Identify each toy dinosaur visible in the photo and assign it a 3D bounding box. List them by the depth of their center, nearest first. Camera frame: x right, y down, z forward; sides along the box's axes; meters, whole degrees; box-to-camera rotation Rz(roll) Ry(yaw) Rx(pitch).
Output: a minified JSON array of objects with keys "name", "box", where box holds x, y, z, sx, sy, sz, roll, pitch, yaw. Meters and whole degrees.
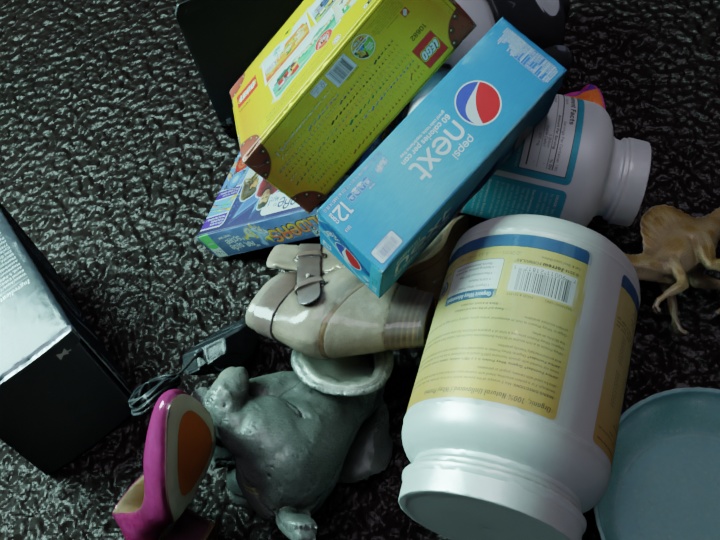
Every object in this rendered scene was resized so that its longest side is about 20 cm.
[{"name":"toy dinosaur","box":[0.275,-0.014,0.739,0.197,0.058,0.102,-24,74,-26]}]

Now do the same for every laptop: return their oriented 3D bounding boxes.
[{"name":"laptop","box":[-0.070,-0.214,0.864,0.174,0.200,0.105,-22,95,-3]}]

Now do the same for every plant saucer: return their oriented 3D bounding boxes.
[{"name":"plant saucer","box":[0.254,0.179,0.630,0.195,0.036,0.203,3,52,-3]}]

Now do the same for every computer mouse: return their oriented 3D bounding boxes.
[{"name":"computer mouse","box":[-0.129,0.082,0.731,0.058,0.200,0.035,-23,96,21]}]

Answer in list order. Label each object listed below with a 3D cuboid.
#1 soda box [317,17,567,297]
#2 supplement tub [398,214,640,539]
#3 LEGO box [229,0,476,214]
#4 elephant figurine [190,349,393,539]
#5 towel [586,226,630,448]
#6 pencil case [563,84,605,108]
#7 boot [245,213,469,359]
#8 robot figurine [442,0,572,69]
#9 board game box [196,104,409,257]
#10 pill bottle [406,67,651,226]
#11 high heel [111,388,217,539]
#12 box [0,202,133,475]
[{"name":"soda box","box":[0.058,-0.080,0.644,0.064,0.068,0.200,41,77,11]},{"name":"supplement tub","box":[0.110,0.081,0.625,0.142,0.146,0.203,10,61,18]},{"name":"LEGO box","box":[-0.016,-0.172,0.744,0.200,0.077,0.150,-46,30,17]},{"name":"elephant figurine","box":[-0.026,0.099,0.717,0.198,0.141,0.157,-30,84,-26]},{"name":"towel","box":[0.137,0.064,0.747,0.144,0.050,0.204,-9,56,14]},{"name":"pencil case","box":[0.132,-0.114,0.838,0.195,0.089,0.090,-10,56,5]},{"name":"boot","box":[0.000,0.000,0.722,0.143,0.072,0.201,7,29,17]},{"name":"robot figurine","box":[0.117,-0.227,0.869,0.198,0.149,0.127,-23,95,-38]},{"name":"board game box","box":[-0.055,-0.088,0.832,0.197,0.034,0.137,-9,49,42]},{"name":"pill bottle","box":[0.132,-0.093,0.742,0.196,0.112,0.113,14,60,4]},{"name":"high heel","box":[-0.158,0.149,0.663,0.094,0.203,0.068,19,41,16]},{"name":"box","box":[-0.301,0.051,0.785,0.104,0.149,0.200,-35,57,-12]}]
